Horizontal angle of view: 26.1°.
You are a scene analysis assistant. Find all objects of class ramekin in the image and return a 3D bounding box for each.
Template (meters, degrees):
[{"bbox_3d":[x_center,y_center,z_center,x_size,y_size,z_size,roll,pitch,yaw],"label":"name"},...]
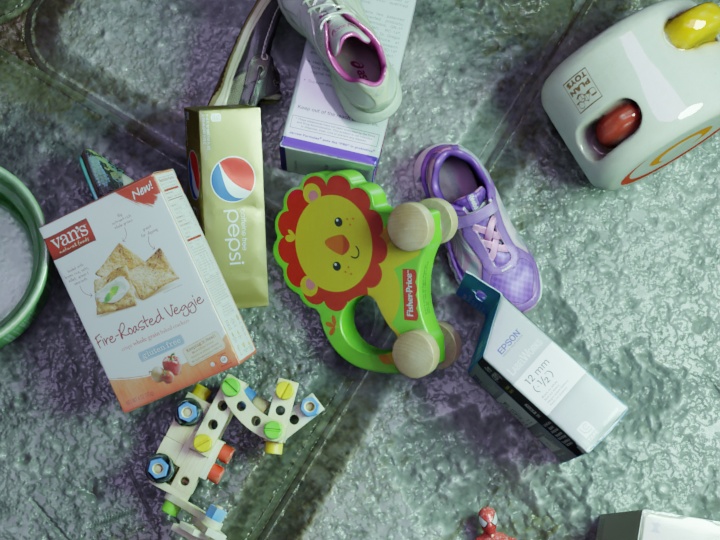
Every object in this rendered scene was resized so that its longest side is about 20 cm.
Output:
[{"bbox_3d":[-0.401,-0.008,1.545,0.200,0.098,0.200,0,80,-1],"label":"ramekin"}]

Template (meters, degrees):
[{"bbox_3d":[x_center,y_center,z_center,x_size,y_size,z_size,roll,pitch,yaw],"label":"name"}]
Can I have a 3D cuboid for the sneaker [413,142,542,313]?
[{"bbox_3d":[0.119,-0.046,1.570,0.080,0.088,0.200,-28,83,-7],"label":"sneaker"}]

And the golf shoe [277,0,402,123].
[{"bbox_3d":[-0.022,-0.240,1.497,0.075,0.092,0.200,-33,80,-5],"label":"golf shoe"}]

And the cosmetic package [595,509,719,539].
[{"bbox_3d":[0.288,0.269,1.460,0.105,0.200,0.071,10,80,1],"label":"cosmetic package"}]

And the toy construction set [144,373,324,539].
[{"bbox_3d":[-0.135,0.185,1.527,0.131,0.092,0.200,27,70,3],"label":"toy construction set"}]

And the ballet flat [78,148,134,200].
[{"bbox_3d":[-0.223,-0.036,1.570,0.074,0.074,0.200,-19,90,-5],"label":"ballet flat"}]

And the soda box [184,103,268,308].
[{"bbox_3d":[-0.133,-0.063,1.539,0.064,0.068,0.200,-6,100,-18],"label":"soda box"}]

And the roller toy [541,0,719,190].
[{"bbox_3d":[0.280,-0.180,1.546,0.182,0.200,0.140,-31,81,0],"label":"roller toy"}]

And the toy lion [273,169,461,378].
[{"bbox_3d":[0.000,0.000,1.544,0.192,0.069,0.200,2,100,31],"label":"toy lion"}]

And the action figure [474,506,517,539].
[{"bbox_3d":[0.142,0.332,1.525,0.065,0.052,0.200,-11,78,0],"label":"action figure"}]

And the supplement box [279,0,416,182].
[{"bbox_3d":[-0.012,-0.199,1.587,0.103,0.101,0.200,12,80,1],"label":"supplement box"}]

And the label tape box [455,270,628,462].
[{"bbox_3d":[0.156,0.096,1.516,0.200,0.143,0.066,41,81,5],"label":"label tape box"}]

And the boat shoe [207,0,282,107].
[{"bbox_3d":[-0.113,-0.188,1.602,0.066,0.072,0.201,23,85,-3],"label":"boat shoe"}]

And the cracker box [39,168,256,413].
[{"bbox_3d":[-0.205,0.019,1.497,0.134,0.058,0.200,-24,92,17],"label":"cracker box"}]
